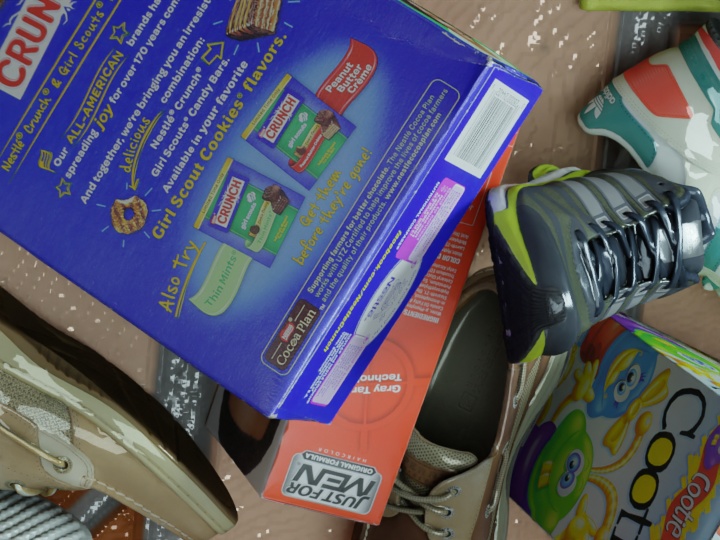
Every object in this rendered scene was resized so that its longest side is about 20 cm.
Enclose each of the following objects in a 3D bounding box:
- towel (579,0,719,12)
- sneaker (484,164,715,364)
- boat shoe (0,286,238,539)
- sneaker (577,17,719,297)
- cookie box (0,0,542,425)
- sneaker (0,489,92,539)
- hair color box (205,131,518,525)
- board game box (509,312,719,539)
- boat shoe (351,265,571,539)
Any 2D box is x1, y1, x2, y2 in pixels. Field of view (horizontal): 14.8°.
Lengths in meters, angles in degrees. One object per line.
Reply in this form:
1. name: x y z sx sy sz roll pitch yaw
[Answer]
1. towel: 0.146 -0.217 1.265 0.086 0.018 0.200 0 107 -14
2. sneaker: 0.103 -0.012 1.184 0.081 0.200 0.074 -7 103 16
3. boat shoe: -0.142 0.064 1.223 0.200 0.071 0.065 39 97 -17
4. sneaker: 0.170 -0.018 1.313 0.093 0.070 0.200 -25 116 9
5. cookie box: -0.057 -0.060 1.146 0.200 0.075 0.171 34 95 19
6. sneaker: -0.222 0.147 1.220 0.200 0.073 0.114 4 108 -10
7. hair color box: 0.000 0.000 1.231 0.061 0.102 0.200 15 100 -21
8. board game box: 0.156 0.101 1.261 0.105 0.200 0.103 25 97 -24
9. boat shoe: 0.034 0.089 1.273 0.076 0.072 0.200 18 93 21
